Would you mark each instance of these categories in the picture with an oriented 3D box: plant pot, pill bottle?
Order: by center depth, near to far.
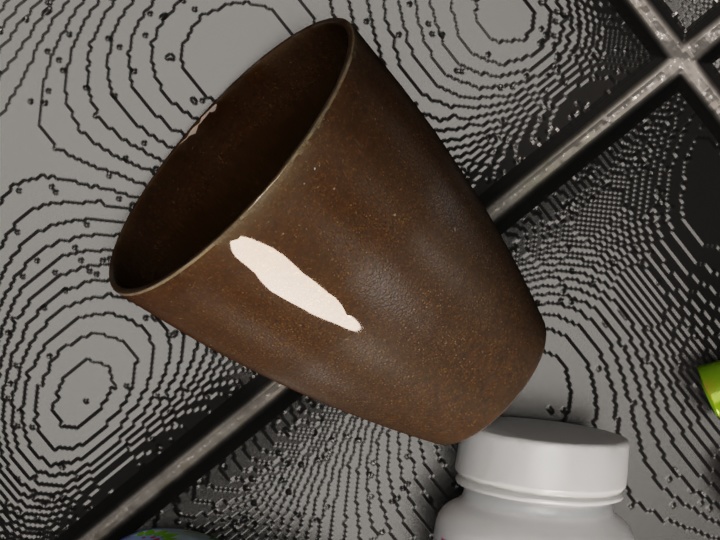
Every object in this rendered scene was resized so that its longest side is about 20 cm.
[{"bbox_3d":[0.000,0.000,1.132,0.200,0.187,0.187,42,90,-20],"label":"plant pot"},{"bbox_3d":[0.093,0.188,1.173,0.113,0.113,0.200,5,93,-5],"label":"pill bottle"}]

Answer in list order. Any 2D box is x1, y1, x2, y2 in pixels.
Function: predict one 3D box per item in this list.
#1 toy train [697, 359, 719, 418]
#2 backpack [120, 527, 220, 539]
[{"bbox_3d":[0.244,0.049,1.197,0.116,0.085,0.200,-22,96,11],"label":"toy train"},{"bbox_3d":[-0.086,0.253,1.141,0.183,0.147,0.200,25,84,-23],"label":"backpack"}]
